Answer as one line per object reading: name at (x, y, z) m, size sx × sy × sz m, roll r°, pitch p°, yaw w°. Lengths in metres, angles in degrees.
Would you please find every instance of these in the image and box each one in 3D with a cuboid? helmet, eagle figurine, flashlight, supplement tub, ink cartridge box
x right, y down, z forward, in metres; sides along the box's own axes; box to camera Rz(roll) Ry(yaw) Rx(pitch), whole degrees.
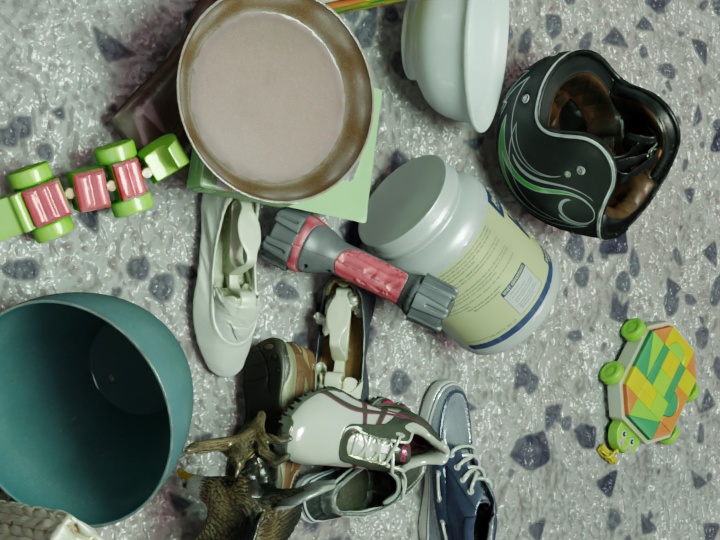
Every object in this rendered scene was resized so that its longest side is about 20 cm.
helmet at (0.249, -0.148, 1.389) m, size 0.200 × 0.190 × 0.201 m, roll -38°, pitch 150°, yaw -26°
eagle figurine at (-0.121, 0.234, 1.107) m, size 0.151 × 0.151 × 0.201 m, roll 6°, pitch 106°, yaw -24°
flashlight at (0.000, 0.000, 1.214) m, size 0.199 × 0.068 × 0.068 m, roll 26°, pitch 56°, yaw 6°
supplement tub at (0.107, -0.016, 1.310) m, size 0.200 × 0.145 × 0.146 m, roll 42°, pitch 67°, yaw -30°
ink cartridge box at (-0.062, -0.133, 1.167) m, size 0.199 × 0.048 × 0.147 m, roll 10°, pitch 85°, yaw -27°

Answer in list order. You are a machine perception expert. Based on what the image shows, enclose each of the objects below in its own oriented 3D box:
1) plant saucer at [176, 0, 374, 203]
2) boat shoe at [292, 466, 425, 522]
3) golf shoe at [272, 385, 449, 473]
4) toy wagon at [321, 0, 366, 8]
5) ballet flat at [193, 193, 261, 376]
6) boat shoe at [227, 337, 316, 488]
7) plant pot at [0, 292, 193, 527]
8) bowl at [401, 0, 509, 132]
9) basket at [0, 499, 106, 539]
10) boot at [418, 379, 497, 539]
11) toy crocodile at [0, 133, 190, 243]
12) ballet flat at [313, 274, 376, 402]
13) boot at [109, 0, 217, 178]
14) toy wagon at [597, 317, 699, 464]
plant saucer at (-0.080, -0.162, 1.113) m, size 0.199 × 0.032 × 0.202 m, roll 0°, pitch 90°, yaw -28°
boat shoe at (0.016, 0.230, 1.276) m, size 0.199 × 0.071 × 0.073 m, roll -15°, pitch 100°, yaw -48°
golf shoe at (0.004, 0.163, 1.189) m, size 0.199 × 0.088 × 0.078 m, roll 5°, pitch 101°, yaw -45°
toy wagon at (-0.018, -0.281, 1.200) m, size 0.199 × 0.155 × 0.040 m, roll -19°, pitch 101°, yaw -34°
ballet flat at (-0.126, 0.006, 1.185) m, size 0.069 × 0.069 × 0.202 m, roll 0°, pitch 90°, yaw -37°
boat shoe at (-0.079, 0.170, 1.216) m, size 0.074 × 0.075 × 0.201 m, roll 8°, pitch 92°, yaw -48°
plant pot at (-0.226, 0.104, 1.053) m, size 0.135 × 0.199 × 0.201 m, roll -40°, pitch 118°, yaw -67°
bowl at (0.100, -0.256, 1.315) m, size 0.201 × 0.090 × 0.203 m, roll 7°, pitch 90°, yaw -72°
basket at (-0.273, 0.277, 0.996) m, size 0.136 × 0.199 × 0.124 m, roll 48°, pitch 59°, yaw -26°
boot at (0.118, 0.226, 1.353) m, size 0.072 × 0.090 × 0.202 m, roll 0°, pitch 90°, yaw -37°
toy crocodile at (-0.250, -0.071, 1.077) m, size 0.199 × 0.062 × 0.068 m, roll -19°, pitch 104°, yaw -17°
ballet flat at (-0.024, 0.095, 1.257) m, size 0.073 × 0.073 × 0.201 m, roll 13°, pitch 80°, yaw -36°
boot at (-0.130, -0.155, 1.183) m, size 0.186 × 0.064 × 0.201 m, roll 38°, pitch 68°, yaw -23°
toy wagon at (0.376, 0.167, 1.579) m, size 0.155 × 0.039 × 0.201 m, roll 44°, pitch 65°, yaw -28°
